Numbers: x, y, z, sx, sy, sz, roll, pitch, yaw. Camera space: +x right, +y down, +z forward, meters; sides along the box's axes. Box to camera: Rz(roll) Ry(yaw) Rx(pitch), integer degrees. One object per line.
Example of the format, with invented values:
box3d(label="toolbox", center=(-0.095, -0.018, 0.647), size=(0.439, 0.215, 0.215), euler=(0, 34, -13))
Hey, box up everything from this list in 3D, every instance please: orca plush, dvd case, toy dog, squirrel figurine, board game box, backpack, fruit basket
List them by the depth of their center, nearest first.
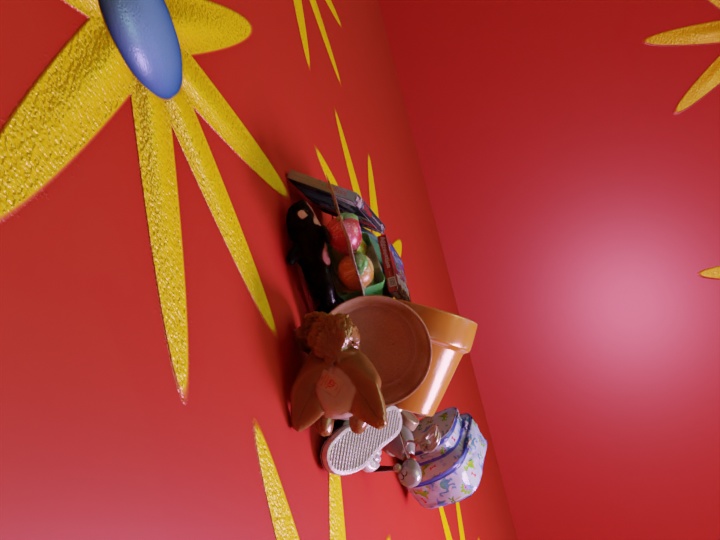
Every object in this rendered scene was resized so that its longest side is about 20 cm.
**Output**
box3d(label="squirrel figurine", center=(-0.031, 0.157, 1.179), size=(0.187, 0.141, 0.201), euler=(36, 44, -80))
box3d(label="orca plush", center=(-0.099, -0.015, 1.280), size=(0.105, 0.071, 0.201), euler=(11, -67, 55))
box3d(label="fruit basket", center=(-0.013, -0.039, 1.300), size=(0.186, 0.093, 0.201), euler=(-109, -171, -45))
box3d(label="board game box", center=(0.066, 0.007, 1.408), size=(0.200, 0.019, 0.104), euler=(47, 32, -74))
box3d(label="dvd case", center=(-0.041, -0.128, 1.434), size=(0.022, 0.145, 0.200), euler=(-66, 158, -5))
box3d(label="toy dog", center=(0.064, 0.332, 1.452), size=(0.132, 0.096, 0.200), euler=(-65, -167, -7))
box3d(label="backpack", center=(0.175, 0.415, 1.669), size=(0.147, 0.182, 0.200), euler=(55, 25, -17))

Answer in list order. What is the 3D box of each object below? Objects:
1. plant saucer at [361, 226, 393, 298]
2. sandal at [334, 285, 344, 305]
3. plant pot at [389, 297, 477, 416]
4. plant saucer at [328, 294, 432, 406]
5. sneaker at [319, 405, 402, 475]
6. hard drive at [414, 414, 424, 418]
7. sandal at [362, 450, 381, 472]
box3d(label="plant saucer", center=(0.000, 0.000, 1.460), size=(0.199, 0.027, 0.201), euler=(17, 63, -37))
box3d(label="sandal", center=(-0.077, -0.001, 1.363), size=(0.201, 0.045, 0.075), euler=(63, 6, 8))
box3d(label="plant pot", center=(0.096, 0.162, 1.379), size=(0.200, 0.199, 0.184), euler=(35, 69, -70))
box3d(label="plant saucer", center=(0.021, 0.133, 1.273), size=(0.035, 0.199, 0.201), euler=(-82, 155, -76))
box3d(label="sneaker", center=(-0.015, 0.283, 1.254), size=(0.200, 0.079, 0.079), euler=(-17, 96, -52))
box3d(label="hard drive", center=(0.112, 0.227, 1.761), size=(0.132, 0.025, 0.201), euler=(-143, -136, -72))
box3d(label="sandal", center=(0.007, 0.281, 1.393), size=(0.083, 0.050, 0.203), euler=(50, 30, -27))
